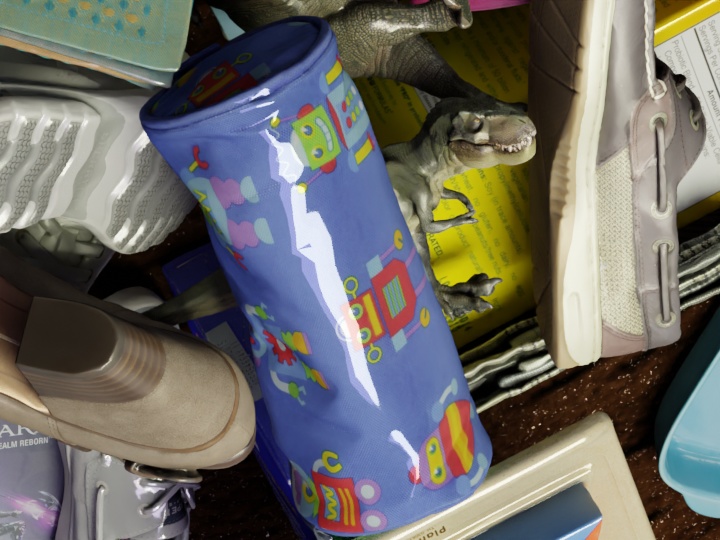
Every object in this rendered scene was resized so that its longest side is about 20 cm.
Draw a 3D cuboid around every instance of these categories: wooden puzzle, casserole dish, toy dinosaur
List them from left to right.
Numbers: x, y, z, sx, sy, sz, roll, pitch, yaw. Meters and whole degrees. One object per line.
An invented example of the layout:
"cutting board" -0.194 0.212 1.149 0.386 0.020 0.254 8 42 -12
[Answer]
"toy dinosaur" -0.019 -0.112 0.854 0.199 0.077 0.102 16 159 -32
"toy dinosaur" 0.000 0.000 0.884 0.200 0.048 0.088 -31 115 20
"wooden puzzle" 0.055 0.173 0.955 0.185 0.046 0.200 -27 131 -4
"casserole dish" 0.228 0.044 1.154 0.121 0.039 0.201 13 120 -30

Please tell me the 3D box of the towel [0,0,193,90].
"towel" -0.145 -0.158 0.770 0.199 0.022 0.147 15 78 -9

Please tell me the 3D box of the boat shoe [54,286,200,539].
"boat shoe" -0.106 0.103 1.031 0.072 0.068 0.201 -15 130 -41

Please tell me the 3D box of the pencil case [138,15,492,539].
"pencil case" -0.016 0.005 0.822 0.078 0.087 0.201 -35 118 -28

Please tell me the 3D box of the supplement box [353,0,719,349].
"supplement box" 0.078 -0.068 0.961 0.199 0.110 0.109 -28 130 1

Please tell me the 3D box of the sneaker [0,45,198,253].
"sneaker" -0.116 -0.060 0.844 0.075 0.082 0.200 -55 157 13

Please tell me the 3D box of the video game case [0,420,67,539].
"video game case" -0.208 0.143 1.068 0.142 0.019 0.201 -6 126 -18

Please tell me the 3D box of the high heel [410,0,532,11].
"high heel" 0.119 -0.116 0.870 0.199 0.067 0.096 19 113 -2

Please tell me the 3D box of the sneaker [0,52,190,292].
"sneaker" -0.130 -0.007 0.943 0.073 0.085 0.200 29 110 -34

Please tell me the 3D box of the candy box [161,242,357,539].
"candy box" -0.001 0.094 1.014 0.077 0.169 0.200 -29 131 -5

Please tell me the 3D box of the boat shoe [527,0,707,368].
"boat shoe" 0.102 -0.055 0.854 0.064 0.072 0.201 -5 117 -9

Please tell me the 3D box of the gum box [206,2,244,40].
"gum box" -0.003 -0.209 0.865 0.199 0.045 0.170 -28 131 1

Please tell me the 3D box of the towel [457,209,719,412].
"towel" 0.115 0.009 1.006 0.192 0.200 0.035 -25 91 0

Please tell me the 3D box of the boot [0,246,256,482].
"boot" -0.137 0.032 0.859 0.071 0.199 0.146 -65 160 -11
